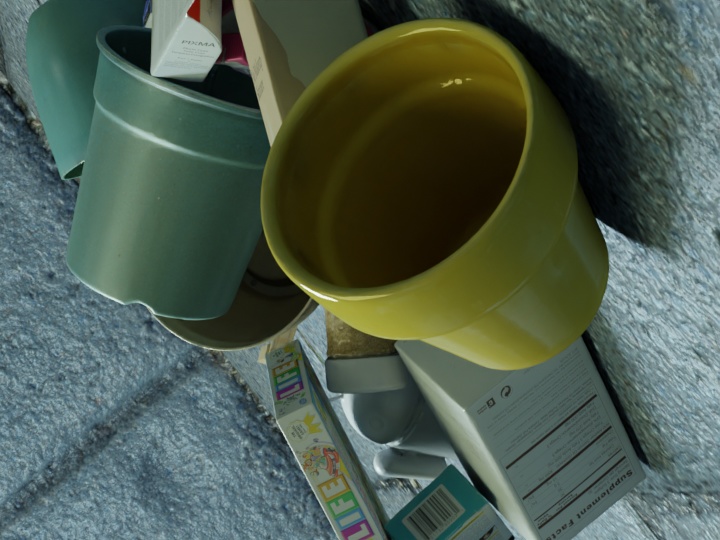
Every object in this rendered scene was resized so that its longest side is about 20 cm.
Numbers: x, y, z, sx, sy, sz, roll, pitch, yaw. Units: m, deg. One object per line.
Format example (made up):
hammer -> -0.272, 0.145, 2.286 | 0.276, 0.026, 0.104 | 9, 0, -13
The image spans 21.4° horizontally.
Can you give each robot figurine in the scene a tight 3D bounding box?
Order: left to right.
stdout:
robot figurine -> 0.065, 0.108, 1.705 | 0.199, 0.171, 0.113 | 15, -175, -25

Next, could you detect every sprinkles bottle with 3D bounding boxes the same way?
sprinkles bottle -> 0.000, 0.000, 1.598 | 0.068, 0.068, 0.202 | 177, 90, -77

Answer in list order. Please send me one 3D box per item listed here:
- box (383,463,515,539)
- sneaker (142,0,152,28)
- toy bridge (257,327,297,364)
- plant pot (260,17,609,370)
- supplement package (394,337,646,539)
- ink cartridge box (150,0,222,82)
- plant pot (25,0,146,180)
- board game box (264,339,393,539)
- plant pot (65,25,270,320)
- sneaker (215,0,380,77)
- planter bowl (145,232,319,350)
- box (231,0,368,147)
box -> 0.081, 0.232, 1.686 | 0.049, 0.082, 0.200 | 47, 176, 19
sneaker -> -0.171, -0.210, 1.757 | 0.201, 0.075, 0.079 | -66, 32, 30
toy bridge -> -0.060, -0.001, 1.859 | 0.027, 0.202, 0.067 | 15, 167, -13
plant pot -> 0.067, -0.032, 1.242 | 0.201, 0.201, 0.189 | 41, -179, 42
supplement package -> 0.135, 0.117, 1.582 | 0.117, 0.117, 0.201 | 41, 165, 49
ink cartridge box -> -0.114, -0.249, 1.416 | 0.200, 0.047, 0.161 | 143, 129, -66
plant pot -> -0.242, -0.207, 1.909 | 0.162, 0.199, 0.201 | 65, 169, 0
board game box -> -0.020, 0.172, 1.616 | 0.135, 0.034, 0.201 | -110, -6, -69
plant pot -> -0.151, -0.077, 1.596 | 0.199, 0.197, 0.200 | 17, -164, -5
sneaker -> -0.037, -0.171, 1.484 | 0.199, 0.082, 0.088 | 26, -173, 40
planter bowl -> -0.098, -0.032, 1.741 | 0.200, 0.200, 0.135 | 49, -164, 12
box -> -0.034, -0.141, 1.360 | 0.095, 0.077, 0.202 | 134, 121, -79
